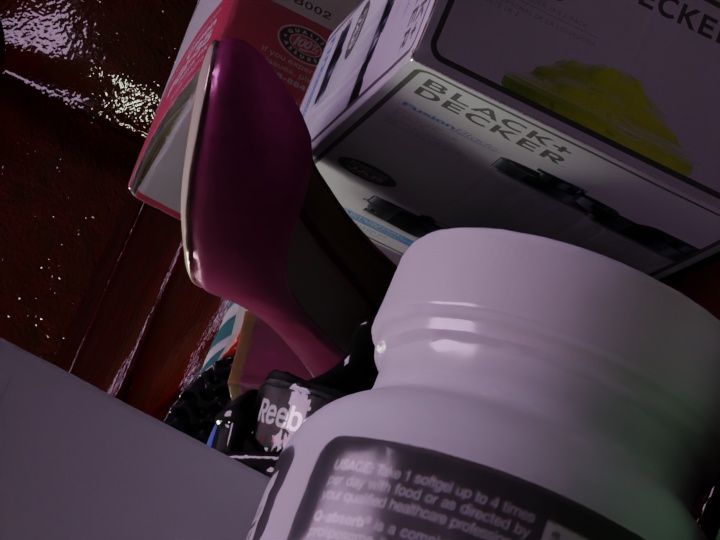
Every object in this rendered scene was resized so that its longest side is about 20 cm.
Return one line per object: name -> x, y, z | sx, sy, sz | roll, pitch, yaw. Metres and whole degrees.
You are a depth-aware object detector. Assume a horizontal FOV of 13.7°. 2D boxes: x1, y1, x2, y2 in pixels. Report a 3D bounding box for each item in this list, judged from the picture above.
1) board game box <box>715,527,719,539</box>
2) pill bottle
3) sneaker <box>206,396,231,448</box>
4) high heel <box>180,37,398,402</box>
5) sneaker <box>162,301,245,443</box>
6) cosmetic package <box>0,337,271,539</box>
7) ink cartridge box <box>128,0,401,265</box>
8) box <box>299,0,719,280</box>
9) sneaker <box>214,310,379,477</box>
board game box -> 0.124, 0.024, 0.597 | 0.200, 0.023, 0.105 | 148, 144, -73
pill bottle -> 0.019, 0.100, 0.704 | 0.201, 0.116, 0.116 | -67, 9, -20
sneaker -> -0.010, 0.038, 1.195 | 0.078, 0.070, 0.201 | 120, 171, -55
high heel -> 0.000, 0.000, 0.922 | 0.201, 0.095, 0.068 | 83, -165, -50
sneaker -> -0.037, 0.045, 1.396 | 0.093, 0.070, 0.201 | 34, -102, -81
cosmetic package -> -0.046, 0.104, 0.779 | 0.074, 0.199, 0.102 | -24, 41, 65
ink cartridge box -> 0.008, -0.086, 1.173 | 0.083, 0.146, 0.201 | -55, 13, 41
box -> 0.050, -0.045, 0.918 | 0.060, 0.116, 0.200 | -66, 10, -14
sneaker -> -0.024, 0.086, 0.871 | 0.200, 0.071, 0.098 | -45, -46, -33
